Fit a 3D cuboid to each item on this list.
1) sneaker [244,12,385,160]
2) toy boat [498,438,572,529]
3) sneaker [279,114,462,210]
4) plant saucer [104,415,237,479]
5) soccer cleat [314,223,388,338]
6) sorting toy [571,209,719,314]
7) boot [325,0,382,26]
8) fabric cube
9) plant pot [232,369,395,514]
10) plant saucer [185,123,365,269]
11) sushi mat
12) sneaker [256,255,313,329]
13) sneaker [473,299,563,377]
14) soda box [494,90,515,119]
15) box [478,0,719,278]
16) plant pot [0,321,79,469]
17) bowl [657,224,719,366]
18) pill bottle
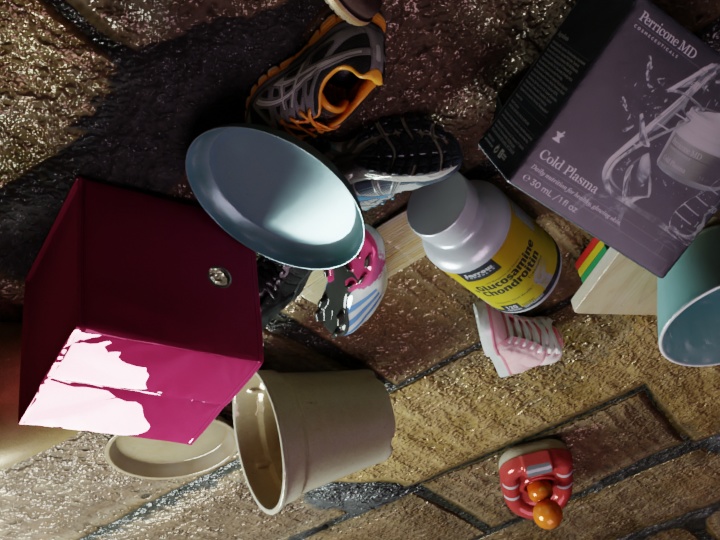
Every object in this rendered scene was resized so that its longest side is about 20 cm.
[{"bbox_3d":[-0.047,-0.162,0.969,0.078,0.078,0.200,14,138,-35],"label":"sneaker"},{"bbox_3d":[0.318,0.392,1.784,0.130,0.131,0.200,-14,144,3],"label":"toy boat"},{"bbox_3d":[0.011,-0.105,1.077,0.199,0.078,0.086,-7,151,9],"label":"sneaker"},{"bbox_3d":[-0.279,0.254,1.510,0.199,0.030,0.201,-8,145,-6],"label":"plant saucer"},{"bbox_3d":[0.000,0.000,1.194,0.086,0.070,0.200,-33,159,-33],"label":"soccer cleat"},{"bbox_3d":[0.388,-0.029,1.283,0.198,0.070,0.200,2,142,-19],"label":"sorting toy"},{"bbox_3d":[0.029,-0.293,0.804,0.165,0.073,0.200,-14,139,16],"label":"boot"},{"bbox_3d":[-0.241,0.049,1.099,0.198,0.197,0.200,14,138,-29],"label":"fabric cube"},{"bbox_3d":[-0.058,0.217,1.406,0.182,0.201,0.201,-7,146,-25],"label":"plant pot"},{"bbox_3d":[-0.082,-0.077,1.025,0.199,0.027,0.201,19,146,14],"label":"plant saucer"},{"bbox_3d":[0.011,-0.010,1.247,0.199,0.012,0.096,-31,139,25],"label":"sushi mat"},{"bbox_3d":[-0.107,0.015,1.170,0.104,0.060,0.200,-36,162,-34],"label":"sneaker"},{"bbox_3d":[0.217,0.083,1.381,0.104,0.076,0.200,-15,152,12],"label":"sneaker"},{"bbox_3d":[0.244,-0.155,1.066,0.199,0.071,0.063,-8,145,-5],"label":"soda box"},{"bbox_3d":[0.255,-0.135,0.963,0.199,0.124,0.197,28,106,-19],"label":"box"},{"bbox_3d":[-0.390,0.140,1.214,0.199,0.187,0.187,-9,147,-26],"label":"plant pot"},{"bbox_3d":[0.438,0.019,1.213,0.199,0.105,0.201,-8,144,-6],"label":"bowl"},{"bbox_3d":[0.140,-0.035,1.166,0.112,0.113,0.200,-31,141,24],"label":"pill bottle"}]
